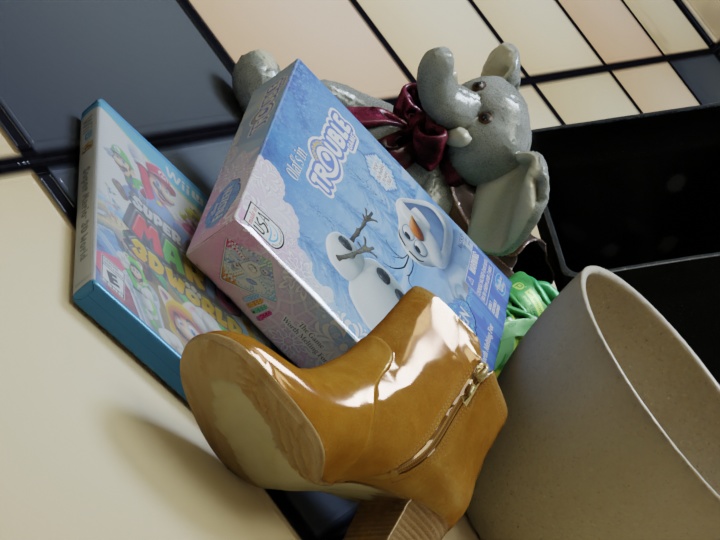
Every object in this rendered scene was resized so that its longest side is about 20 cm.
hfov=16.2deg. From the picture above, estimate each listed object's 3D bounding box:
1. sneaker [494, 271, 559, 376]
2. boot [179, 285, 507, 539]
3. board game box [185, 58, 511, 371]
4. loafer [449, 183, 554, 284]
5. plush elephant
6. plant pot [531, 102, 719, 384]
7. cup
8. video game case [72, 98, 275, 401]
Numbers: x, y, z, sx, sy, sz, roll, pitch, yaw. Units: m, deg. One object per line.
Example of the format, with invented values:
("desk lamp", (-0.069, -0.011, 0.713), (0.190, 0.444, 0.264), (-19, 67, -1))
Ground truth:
("sneaker", (0.078, 0.034, 1.637), (0.074, 0.083, 0.200), (53, 20, 6))
("boot", (-0.004, 0.058, 1.297), (0.201, 0.071, 0.144), (53, 50, -32))
("board game box", (0.000, 0.000, 1.459), (0.199, 0.043, 0.200), (45, 28, -17))
("loafer", (0.106, -0.001, 1.805), (0.073, 0.071, 0.200), (32, 26, -48))
("plush elephant", (0.042, -0.082, 1.656), (0.200, 0.155, 0.165), (36, 23, -42))
("plant pot", (0.233, 0.008, 1.889), (0.200, 0.199, 0.178), (-103, -173, -56))
("cup", (0.143, 0.119, 1.533), (0.200, 0.143, 0.200), (46, 17, -19))
("video game case", (-0.097, 0.003, 1.358), (0.143, 0.018, 0.200), (43, 19, -25))
